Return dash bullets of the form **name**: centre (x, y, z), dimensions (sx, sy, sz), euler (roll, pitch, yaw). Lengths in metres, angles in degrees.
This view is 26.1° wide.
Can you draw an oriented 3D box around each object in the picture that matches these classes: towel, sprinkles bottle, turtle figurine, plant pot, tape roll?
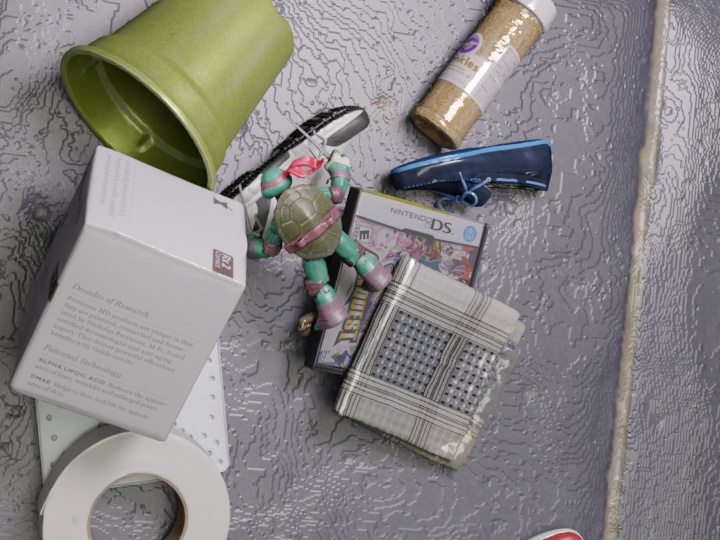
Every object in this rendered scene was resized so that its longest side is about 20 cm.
- **towel**: centre (0.083, 0.106, 1.711), dimensions (0.199, 0.034, 0.194), euler (27, 86, -33)
- **sprinkles bottle**: centre (0.139, -0.231, 1.742), dimensions (0.068, 0.068, 0.201), euler (39, 79, -15)
- **turtle figurine**: centre (-0.057, -0.045, 1.594), dimensions (0.149, 0.101, 0.201), euler (-32, 106, 4)
- **plant pot**: centre (-0.172, -0.208, 1.588), dimensions (0.200, 0.200, 0.184), euler (46, 67, -13)
- **tape roll**: centre (-0.236, 0.257, 1.620), dimensions (0.201, 0.037, 0.205), euler (-5, 104, -18)

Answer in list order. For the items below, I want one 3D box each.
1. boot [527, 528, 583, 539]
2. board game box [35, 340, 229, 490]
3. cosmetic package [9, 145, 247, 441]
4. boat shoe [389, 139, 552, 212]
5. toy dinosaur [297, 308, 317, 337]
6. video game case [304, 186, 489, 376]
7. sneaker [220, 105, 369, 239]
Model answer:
- **boot**: centre (0.193, 0.365, 1.729), dimensions (0.199, 0.144, 0.073), euler (-33, 99, -16)
- **board game box**: centre (-0.245, 0.124, 1.641), dimensions (0.198, 0.026, 0.202), euler (-6, 93, -19)
- **cosmetic package**: centre (-0.223, 0.022, 1.507), dimensions (0.164, 0.165, 0.201), euler (21, 116, -17)
- **boat shoe**: centre (0.132, -0.103, 1.735), dimensions (0.198, 0.084, 0.069), euler (-9, 97, -16)
- **toy dinosaur**: centre (0.000, 0.000, 1.714), dimensions (0.199, 0.047, 0.089), euler (-28, 106, -20)
- **video game case**: centre (0.042, 0.025, 1.704), dimensions (0.180, 0.025, 0.202), euler (13, 92, -32)
- **sneaker**: centre (-0.065, -0.102, 1.680), dimensions (0.200, 0.074, 0.080), euler (-40, 106, -5)
